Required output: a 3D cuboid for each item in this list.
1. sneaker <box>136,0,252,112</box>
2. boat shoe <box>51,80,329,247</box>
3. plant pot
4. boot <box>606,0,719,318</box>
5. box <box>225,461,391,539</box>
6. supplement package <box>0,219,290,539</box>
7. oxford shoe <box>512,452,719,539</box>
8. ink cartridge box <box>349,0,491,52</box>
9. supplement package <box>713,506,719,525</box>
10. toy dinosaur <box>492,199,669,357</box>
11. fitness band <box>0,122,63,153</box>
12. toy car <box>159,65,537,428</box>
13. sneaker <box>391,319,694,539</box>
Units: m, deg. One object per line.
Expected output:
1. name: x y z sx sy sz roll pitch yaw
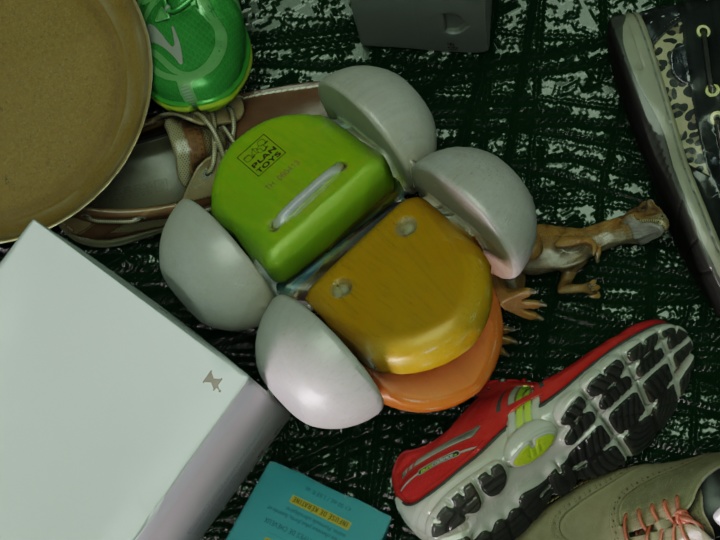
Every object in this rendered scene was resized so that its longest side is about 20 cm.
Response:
1. sneaker: -0.107 -0.183 1.237 0.073 0.084 0.202 -9 62 8
2. boat shoe: -0.092 -0.064 1.242 0.198 0.072 0.076 -21 80 1
3. plant pot: -0.218 -0.109 1.212 0.198 0.028 0.202 0 76 0
4. boot: 0.244 -0.077 1.216 0.152 0.074 0.205 -20 81 -2
5. box: -0.060 0.209 1.161 0.082 0.049 0.201 24 54 7
6. supplement package: -0.158 0.104 1.156 0.147 0.200 0.192 35 85 9
7. oxford shoe: 0.170 0.139 1.184 0.198 0.075 0.071 -20 80 2
8. ink cartridge box: 0.040 -0.241 1.221 0.084 0.145 0.202 2 81 5
9. supplement package: 0.304 0.096 1.107 0.120 0.121 0.200 45 45 10
10. toy dinosaur: 0.081 -0.010 1.236 0.198 0.061 0.107 5 50 10
11. fitness band: -0.209 -0.159 1.265 0.142 0.037 0.202 12 71 0
12. toy car: 0.000 0.000 1.179 0.175 0.150 0.200 -42 59 -11
13. sneaker: 0.102 0.081 1.204 0.199 0.077 0.085 -32 40 -13
